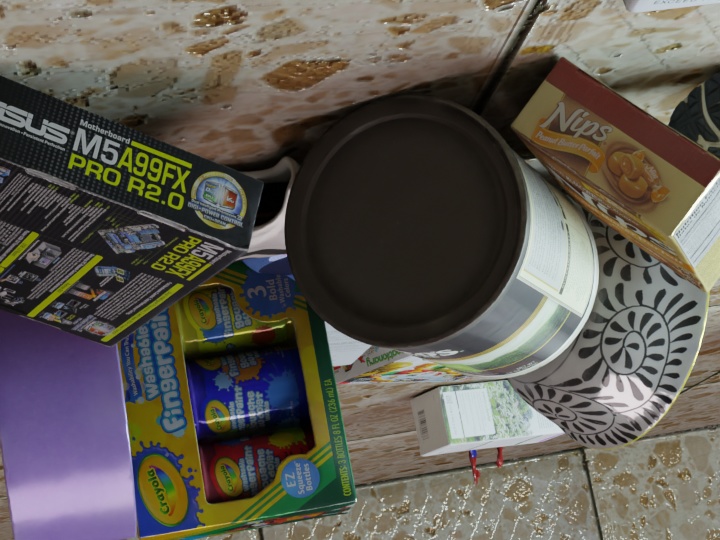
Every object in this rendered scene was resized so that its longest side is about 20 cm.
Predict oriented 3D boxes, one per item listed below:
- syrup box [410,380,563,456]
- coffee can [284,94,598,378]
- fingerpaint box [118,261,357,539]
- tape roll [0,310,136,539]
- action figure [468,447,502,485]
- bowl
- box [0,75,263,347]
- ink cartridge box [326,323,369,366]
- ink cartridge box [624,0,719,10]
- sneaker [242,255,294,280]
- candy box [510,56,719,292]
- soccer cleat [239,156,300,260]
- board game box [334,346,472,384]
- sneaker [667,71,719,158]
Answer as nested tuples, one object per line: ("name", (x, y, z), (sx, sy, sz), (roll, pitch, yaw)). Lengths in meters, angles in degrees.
("syrup box", (0.175, 0.192, 2.019), (0.200, 0.079, 0.081), (-3, 164, -29))
("coffee can", (0.058, -0.013, 0.954), (0.146, 0.147, 0.200), (-15, 166, 18))
("fingerpaint box", (-0.103, 0.098, 1.173), (0.167, 0.200, 0.073), (-8, 165, -9))
("tape roll", (-0.213, 0.095, 1.078), (0.085, 0.200, 0.200), (-8, 166, -12))
("action figure", (0.179, 0.277, 2.343), (0.065, 0.099, 0.200), (-14, 168, 21))
("bowl", (0.148, 0.021, 1.091), (0.094, 0.201, 0.201), (14, 156, -27))
("box", (-0.169, -0.025, 0.836), (0.160, 0.044, 0.200), (20, 154, -23))
("ink cartridge box", (-0.078, 0.053, 1.345), (0.196, 0.043, 0.200), (-5, 163, -17))
("ink cartridge box", (0.229, -0.172, 0.629), (0.196, 0.043, 0.200), (-7, 167, -11))
("sneaker", (0.000, 0.000, 1.103), (0.200, 0.082, 0.074), (4, 161, -41))
("candy box", (0.172, -0.053, 0.936), (0.055, 0.115, 0.200), (-54, 159, 3))
("soccer cleat", (-0.116, -0.025, 0.963), (0.200, 0.069, 0.085), (-14, 155, 8))
("board game box", (0.083, 0.090, 1.628), (0.200, 0.035, 0.126), (2, 161, -42))
("sneaker", (0.290, -0.092, 0.962), (0.200, 0.078, 0.086), (-10, 170, -3))
